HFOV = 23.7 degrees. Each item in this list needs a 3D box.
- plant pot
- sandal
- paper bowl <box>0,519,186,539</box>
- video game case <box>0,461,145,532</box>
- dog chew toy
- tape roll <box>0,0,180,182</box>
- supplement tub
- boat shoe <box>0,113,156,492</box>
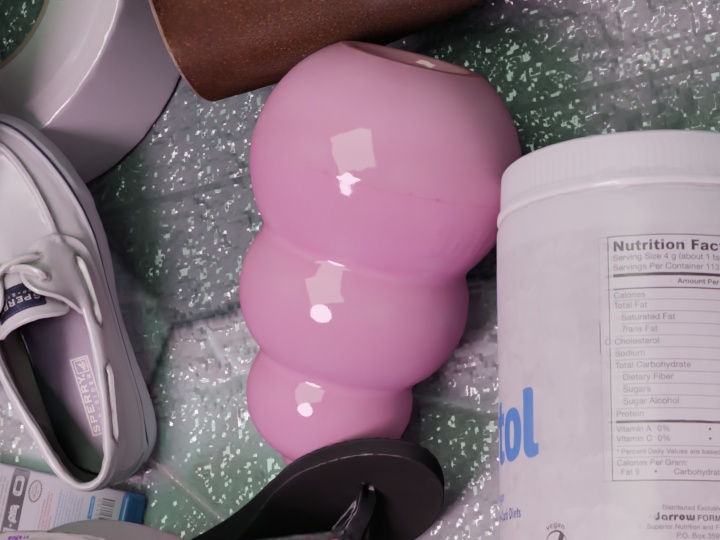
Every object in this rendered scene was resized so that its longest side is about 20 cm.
[{"bbox_3d":[0.010,-0.187,0.807,0.199,0.187,0.188,-8,74,11],"label":"plant pot"},{"bbox_3d":[-0.040,0.140,0.796,0.200,0.075,0.045,-33,36,25],"label":"sandal"},{"bbox_3d":[-0.108,0.191,0.766,0.200,0.201,0.104,-4,37,27],"label":"paper bowl"},{"bbox_3d":[-0.213,0.171,0.914,0.200,0.018,0.144,8,82,29],"label":"video game case"},{"bbox_3d":[0.000,0.000,0.787,0.124,0.124,0.201,20,103,30],"label":"dog chew toy"},{"bbox_3d":[-0.192,-0.142,0.948,0.202,0.071,0.203,-7,75,25],"label":"tape roll"},{"bbox_3d":[0.121,0.056,0.701,0.132,0.132,0.201,-7,74,26],"label":"supplement tub"},{"bbox_3d":[-0.158,0.014,0.857,0.073,0.065,0.200,-26,91,10],"label":"boat shoe"}]
